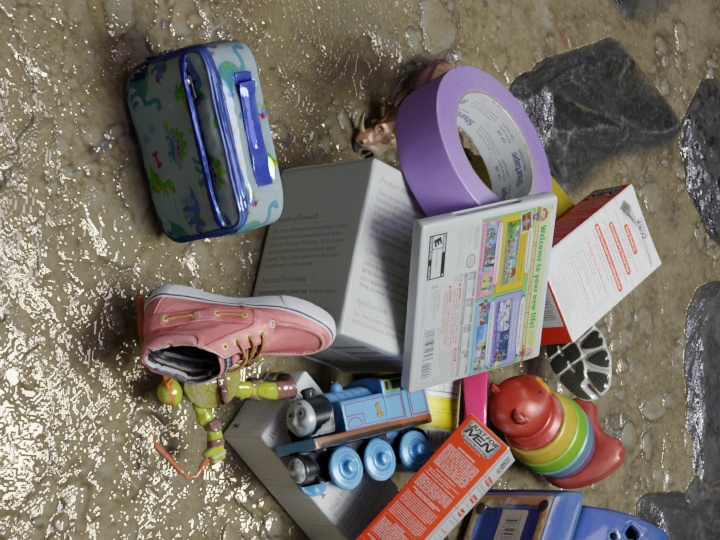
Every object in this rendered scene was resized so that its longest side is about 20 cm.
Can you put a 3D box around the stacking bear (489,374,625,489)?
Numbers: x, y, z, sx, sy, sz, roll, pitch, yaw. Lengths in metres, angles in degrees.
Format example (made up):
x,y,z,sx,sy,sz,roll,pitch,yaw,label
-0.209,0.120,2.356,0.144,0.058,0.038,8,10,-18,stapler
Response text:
x,y,z,sx,sy,sz,roll,pitch,yaw,label
0.232,0.196,1.880,0.114,0.122,0.200,-40,138,10,stacking bear

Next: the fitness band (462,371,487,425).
x,y,z,sx,sy,sz,roll,pitch,yaw,label
0.139,0.177,1.787,0.200,0.037,0.144,64,30,-80,fitness band

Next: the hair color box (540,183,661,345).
x,y,z,sx,sy,sz,roll,pitch,yaw,label
0.264,-0.008,1.744,0.200,0.064,0.111,-35,108,-37,hair color box

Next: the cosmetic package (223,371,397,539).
x,y,z,sx,sy,sz,roll,pitch,yaw,label
-0.053,0.217,1.665,0.200,0.074,0.102,53,53,-27,cosmetic package

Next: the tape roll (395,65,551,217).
x,y,z,sx,sy,sz,roll,pitch,yaw,label
0.129,-0.127,1.664,0.200,0.066,0.201,29,48,-38,tape roll

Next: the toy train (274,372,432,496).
x,y,z,sx,sy,sz,roll,pitch,yaw,label
-0.005,0.177,1.614,0.199,0.087,0.115,-7,81,-43,toy train

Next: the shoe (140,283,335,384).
x,y,z,sx,sy,sz,roll,pitch,yaw,label
-0.124,0.075,1.497,0.199,0.072,0.091,9,42,-9,shoe

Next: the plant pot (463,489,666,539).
x,y,z,sx,sy,sz,roll,pitch,yaw,label
0.231,0.377,1.835,0.180,0.200,0.201,35,65,-29,plant pot

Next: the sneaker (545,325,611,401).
x,y,z,sx,sy,sz,roll,pitch,yaw,label
0.285,0.084,1.938,0.083,0.081,0.201,29,32,-46,sneaker

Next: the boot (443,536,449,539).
x,y,z,sx,sy,sz,roll,pitch,yaw,label
0.074,0.408,1.689,0.200,0.068,0.131,-52,125,-31,boot

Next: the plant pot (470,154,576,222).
x,y,z,sx,sy,sz,roll,pitch,yaw,label
0.175,-0.020,1.825,0.200,0.176,0.200,46,58,-29,plant pot

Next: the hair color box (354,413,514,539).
x,y,z,sx,sy,sz,roll,pitch,yaw,label
0.080,0.256,1.626,0.200,0.061,0.102,-46,163,-5,hair color box

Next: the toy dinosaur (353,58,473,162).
x,y,z,sx,sy,sz,roll,pitch,yaw,label
0.082,-0.208,1.822,0.135,0.086,0.201,39,56,-26,toy dinosaur

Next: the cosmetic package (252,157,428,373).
x,y,z,sx,sy,sz,roll,pitch,yaw,label
0.000,0.000,1.668,0.167,0.166,0.201,24,71,-39,cosmetic package

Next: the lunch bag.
x,y,z,sx,sy,sz,roll,pitch,yaw,label
-0.161,-0.134,1.535,0.082,0.160,0.201,-18,99,-42,lunch bag

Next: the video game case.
x,y,z,sx,sy,sz,roll,pitch,yaw,label
0.128,0.023,1.602,0.181,0.022,0.201,-13,120,-30,video game case

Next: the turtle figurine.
x,y,z,sx,sy,sz,roll,pitch,yaw,label
-0.152,0.105,1.554,0.161,0.064,0.201,-14,81,-28,turtle figurine

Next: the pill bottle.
x,y,z,sx,sy,sz,roll,pitch,yaw,label
0.065,0.140,1.754,0.109,0.109,0.201,14,77,-41,pill bottle
